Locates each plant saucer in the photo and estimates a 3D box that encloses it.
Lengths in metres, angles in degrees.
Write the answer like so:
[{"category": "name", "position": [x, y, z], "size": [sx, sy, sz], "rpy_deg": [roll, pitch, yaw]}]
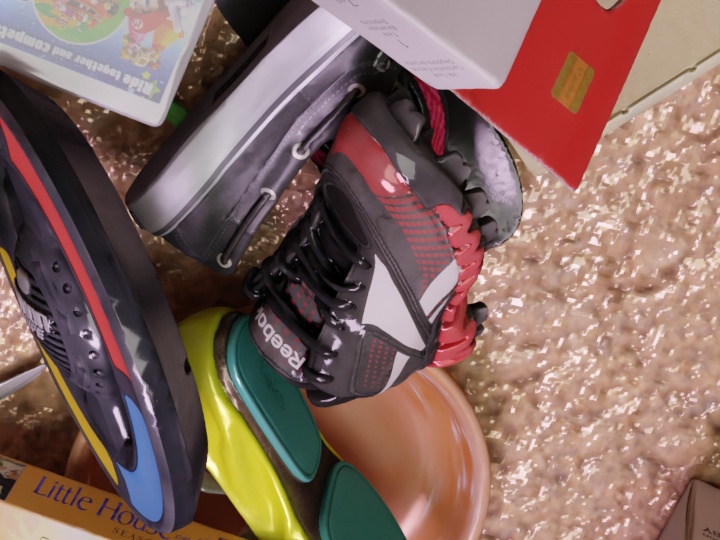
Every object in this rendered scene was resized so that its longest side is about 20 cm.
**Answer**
[{"category": "plant saucer", "position": [-0.040, 0.098, 1.099], "size": [0.199, 0.038, 0.201], "rpy_deg": [-4, 120, -7]}]

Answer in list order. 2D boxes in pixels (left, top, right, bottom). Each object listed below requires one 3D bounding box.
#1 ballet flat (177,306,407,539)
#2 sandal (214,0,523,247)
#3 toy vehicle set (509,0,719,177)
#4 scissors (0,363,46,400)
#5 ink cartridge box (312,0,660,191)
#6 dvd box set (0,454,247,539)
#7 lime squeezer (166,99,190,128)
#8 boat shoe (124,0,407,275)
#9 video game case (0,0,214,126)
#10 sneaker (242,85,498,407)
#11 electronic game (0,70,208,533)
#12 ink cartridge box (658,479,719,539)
[{"category": "ballet flat", "position": [-0.036, 0.100, 1.051], "size": [0.067, 0.067, 0.201], "rpy_deg": [-16, 121, 26]}, {"category": "sandal", "position": [-0.001, -0.072, 0.999], "size": [0.075, 0.045, 0.200], "rpy_deg": [-34, 119, 12]}, {"category": "toy vehicle set", "position": [0.074, -0.147, 0.977], "size": [0.124, 0.027, 0.200], "rpy_deg": [-31, 120, 10]}, {"category": "scissors", "position": [-0.235, 0.088, 1.077], "size": [0.200, 0.014, 0.073], "rpy_deg": [-41, 116, 17]}, {"category": "ink cartridge box", "position": [0.076, -0.156, 0.888], "size": [0.176, 0.045, 0.201], "rpy_deg": [33, 75, -33]}, {"category": "dvd box set", "position": [-0.105, 0.163, 1.070], "size": [0.199, 0.029, 0.147], "rpy_deg": [18, 132, 9]}, {"category": "lime squeezer", "position": [-0.110, -0.125, 0.957], "size": [0.070, 0.038, 0.201], "rpy_deg": [-12, 119, 2]}, {"category": "boat shoe", "position": [-0.015, -0.077, 0.950], "size": [0.057, 0.069, 0.200], "rpy_deg": [39, 117, -14]}, {"category": "video game case", "position": [-0.105, -0.173, 0.913], "size": [0.143, 0.018, 0.201], "rpy_deg": [20, 100, -19]}, {"category": "sneaker", "position": [0.000, 0.000, 0.952], "size": [0.098, 0.071, 0.201], "rpy_deg": [-30, 158, -12]}, {"category": "electronic game", "position": [-0.115, 0.013, 0.947], "size": [0.041, 0.200, 0.201], "rpy_deg": [-24, 123, -16]}, {"category": "ink cartridge box", "position": [0.183, 0.225, 1.151], "size": [0.144, 0.083, 0.201], "rpy_deg": [24, 112, 0]}]
